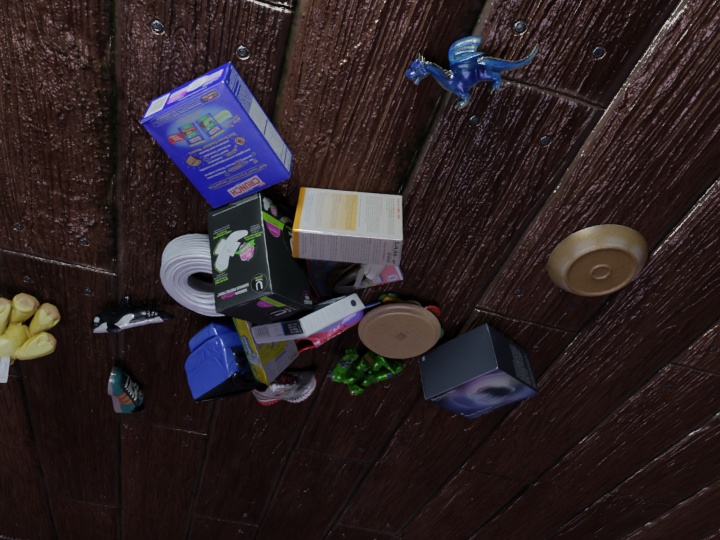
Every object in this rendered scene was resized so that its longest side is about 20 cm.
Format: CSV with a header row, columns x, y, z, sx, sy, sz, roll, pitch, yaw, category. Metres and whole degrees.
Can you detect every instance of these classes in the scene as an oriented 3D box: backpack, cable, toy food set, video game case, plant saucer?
x,y,z,sx,sy,sz,roll,pitch,yaw,category
-0.284,0.201,1.392,0.162,0.169,0.199,-28,160,32,backpack
-0.326,0.013,1.264,0.198,0.070,0.201,11,135,-8,cable
0.094,0.135,1.379,0.199,0.049,0.198,22,132,-18,toy food set
-0.024,-0.012,1.257,0.198,0.018,0.143,-12,134,16,video game case
0.488,-0.007,1.218,0.198,0.036,0.201,1,136,1,plant saucer

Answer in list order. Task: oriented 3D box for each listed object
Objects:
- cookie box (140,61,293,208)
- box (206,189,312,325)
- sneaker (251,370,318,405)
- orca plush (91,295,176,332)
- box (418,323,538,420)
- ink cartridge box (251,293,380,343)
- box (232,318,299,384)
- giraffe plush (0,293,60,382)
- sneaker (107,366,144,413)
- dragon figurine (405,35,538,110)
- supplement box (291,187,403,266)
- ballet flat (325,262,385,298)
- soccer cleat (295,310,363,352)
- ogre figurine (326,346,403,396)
x,y,z,sx,sy,sz,roll,pitch,yaw,category
-0.237,-0.222,1.014,0.170,0.076,0.200,-18,132,20,cookie box
-0.185,-0.018,1.102,0.124,0.202,0.148,-17,159,21,box
-0.201,0.297,1.541,0.199,0.078,0.082,-17,131,19,sneaker
-0.528,0.093,1.359,0.199,0.105,0.072,-6,102,24,orca plush
0.276,0.247,1.407,0.199,0.124,0.198,-31,136,29,box
-0.092,0.091,1.215,0.198,0.199,0.044,-15,94,51,ink cartridge box
-0.208,0.131,1.296,0.048,0.117,0.201,6,121,33,box
-0.816,0.159,1.400,0.172,0.201,0.162,28,160,-28,giraffe plush
-0.626,0.321,1.604,0.079,0.072,0.201,5,141,-8,sneaker
0.168,-0.314,0.907,0.199,0.059,0.100,-20,132,24,dragon figurine
-0.022,-0.082,1.109,0.198,0.127,0.074,5,135,-1,supplement box
0.000,0.000,1.203,0.199,0.073,0.068,-34,126,32,ballet flat
-0.077,0.137,1.370,0.199,0.077,0.067,-22,132,25,soccer cleat
0.006,0.243,1.463,0.120,0.099,0.199,-37,162,31,ogre figurine
